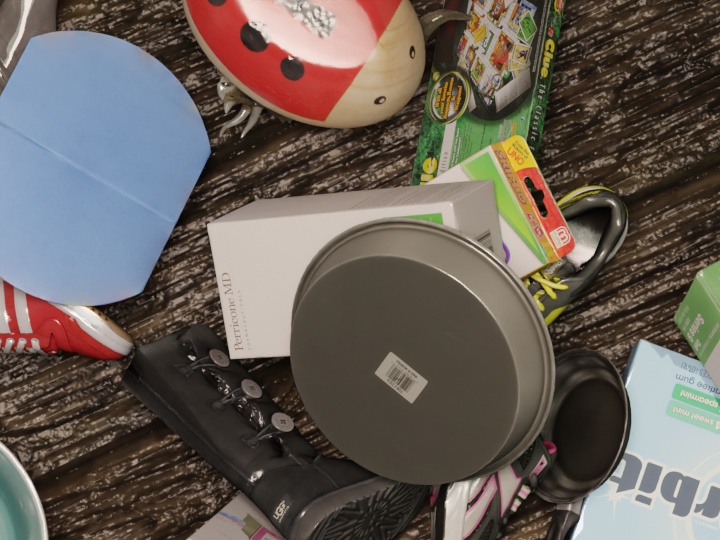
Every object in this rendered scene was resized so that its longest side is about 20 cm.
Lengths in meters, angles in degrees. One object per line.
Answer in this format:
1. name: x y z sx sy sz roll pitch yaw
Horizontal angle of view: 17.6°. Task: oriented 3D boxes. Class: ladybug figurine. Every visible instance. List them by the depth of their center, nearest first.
1. ladybug figurine: -0.043 -0.184 1.684 0.199 0.072 0.136 30 88 -2

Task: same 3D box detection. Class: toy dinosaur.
1. toy dinosaur: -0.015 -0.163 1.759 0.198 0.077 0.103 -7 96 -6

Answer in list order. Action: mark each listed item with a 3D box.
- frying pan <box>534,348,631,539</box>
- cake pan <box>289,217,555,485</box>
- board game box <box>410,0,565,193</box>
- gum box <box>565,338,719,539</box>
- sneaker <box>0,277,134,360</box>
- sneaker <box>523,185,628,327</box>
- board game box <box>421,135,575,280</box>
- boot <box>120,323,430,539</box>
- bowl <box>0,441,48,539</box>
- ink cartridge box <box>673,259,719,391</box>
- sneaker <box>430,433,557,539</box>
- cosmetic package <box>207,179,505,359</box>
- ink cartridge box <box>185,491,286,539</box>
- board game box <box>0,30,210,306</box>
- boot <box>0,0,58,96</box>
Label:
1. frying pan: 0.163 0.149 1.694 0.031 0.115 0.192 16 55 -37
2. cake pan: 0.035 0.063 1.607 0.199 0.037 0.202 10 117 21
3. board game box: 0.093 -0.125 1.742 0.104 0.023 0.202 6 83 38
4. gum box: 0.251 0.175 1.728 0.169 0.045 0.202 20 83 1
5. sneaker: -0.273 0.049 1.723 0.199 0.071 0.113 25 80 10
6. sneaker: 0.123 0.009 1.725 0.074 0.085 0.200 40 85 4
7. board game box: 0.057 -0.013 1.708 0.199 0.030 0.096 -30 83 26
8. boot: -0.060 0.119 1.712 0.200 0.164 0.066 39 110 25
9. bowl: -0.319 0.203 1.689 0.199 0.105 0.203 0 83 0
10. ink cartridge box: 0.343 0.070 1.683 0.144 0.088 0.201 -25 69 -19
11. sneaker: 0.100 0.147 1.694 0.085 0.080 0.202 4 107 -5
12. cosmetic package: 0.000 0.000 1.675 0.198 0.085 0.109 -6 101 26
13. ink cartridge box: -0.102 0.249 1.628 0.084 0.200 0.145 32 97 6
14. board game box: -0.207 -0.072 1.712 0.157 0.039 0.201 29 76 -15
15. boot: -0.234 -0.158 1.758 0.131 0.070 0.200 39 92 -3
